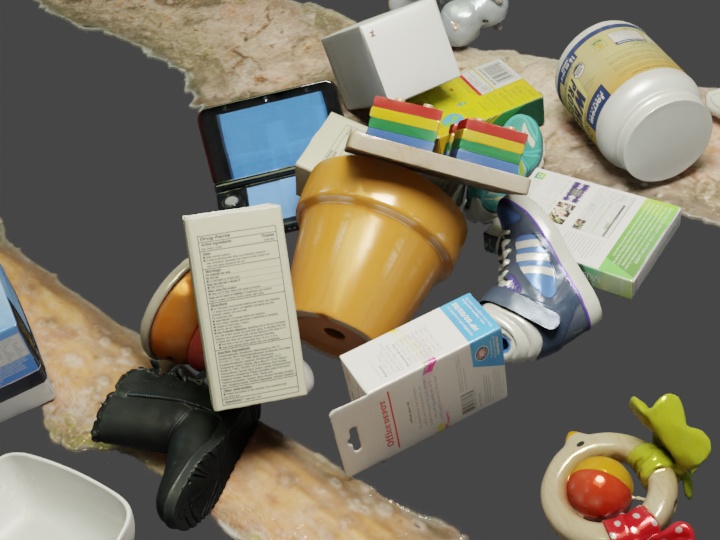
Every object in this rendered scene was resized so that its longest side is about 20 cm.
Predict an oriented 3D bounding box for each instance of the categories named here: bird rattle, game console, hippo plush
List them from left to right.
[{"bbox_3d":[-0.108,-0.146,1.428,0.200,0.119,0.172,-14,43,-1],"label":"game console"},{"bbox_3d":[0.161,-0.435,1.686,0.200,0.159,0.161,-38,78,-6],"label":"hippo plush"},{"bbox_3d":[0.252,0.222,1.003,0.163,0.113,0.200,3,57,32],"label":"bird rattle"}]

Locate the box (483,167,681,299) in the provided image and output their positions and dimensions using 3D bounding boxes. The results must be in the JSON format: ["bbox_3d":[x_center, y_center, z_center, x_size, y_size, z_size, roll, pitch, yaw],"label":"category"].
[{"bbox_3d":[0.273,-0.050,1.303,0.200,0.036,0.144,20,52,31],"label":"box"}]

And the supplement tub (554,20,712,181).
[{"bbox_3d":[0.356,-0.222,1.384,0.144,0.145,0.200,-17,43,-6],"label":"supplement tub"}]

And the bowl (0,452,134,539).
[{"bbox_3d":[-0.335,0.294,1.047,0.200,0.075,0.200,16,50,28],"label":"bowl"}]

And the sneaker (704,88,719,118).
[{"bbox_3d":[0.552,-0.264,1.443,0.200,0.075,0.081,-35,39,-23],"label":"sneaker"}]

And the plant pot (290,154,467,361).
[{"bbox_3d":[0.000,0.000,1.212,0.200,0.200,0.183,12,63,24],"label":"plant pot"}]

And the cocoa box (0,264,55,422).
[{"bbox_3d":[-0.470,0.076,1.265,0.133,0.131,0.200,-25,44,-14],"label":"cocoa box"}]

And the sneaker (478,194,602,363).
[{"bbox_3d":[0.166,0.012,1.205,0.146,0.081,0.200,-24,63,-11],"label":"sneaker"}]

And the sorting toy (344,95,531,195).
[{"bbox_3d":[0.087,-0.145,1.207,0.199,0.070,0.200,15,5,-3],"label":"sorting toy"}]

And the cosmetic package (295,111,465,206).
[{"bbox_3d":[0.026,-0.112,1.351,0.200,0.071,0.105,26,60,13],"label":"cosmetic package"}]

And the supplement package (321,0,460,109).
[{"bbox_3d":[0.039,-0.305,1.505,0.117,0.117,0.200,-24,13,-13],"label":"supplement package"}]

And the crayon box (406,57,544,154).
[{"bbox_3d":[0.144,-0.223,1.502,0.200,0.051,0.127,-22,43,-11],"label":"crayon box"}]

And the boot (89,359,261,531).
[{"bbox_3d":[-0.215,0.183,1.139,0.162,0.073,0.198,10,40,19],"label":"boot"}]

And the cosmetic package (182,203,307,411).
[{"bbox_3d":[-0.122,0.035,1.105,0.103,0.200,0.087,-8,7,-11],"label":"cosmetic package"}]

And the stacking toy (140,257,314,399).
[{"bbox_3d":[-0.138,0.083,1.207,0.200,0.146,0.146,33,57,19],"label":"stacking toy"}]

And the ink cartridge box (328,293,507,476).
[{"bbox_3d":[0.051,0.121,1.112,0.200,0.115,0.068,-25,44,-14],"label":"ink cartridge box"}]

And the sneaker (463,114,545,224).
[{"bbox_3d":[0.192,-0.146,1.389,0.077,0.080,0.200,11,47,23],"label":"sneaker"}]
